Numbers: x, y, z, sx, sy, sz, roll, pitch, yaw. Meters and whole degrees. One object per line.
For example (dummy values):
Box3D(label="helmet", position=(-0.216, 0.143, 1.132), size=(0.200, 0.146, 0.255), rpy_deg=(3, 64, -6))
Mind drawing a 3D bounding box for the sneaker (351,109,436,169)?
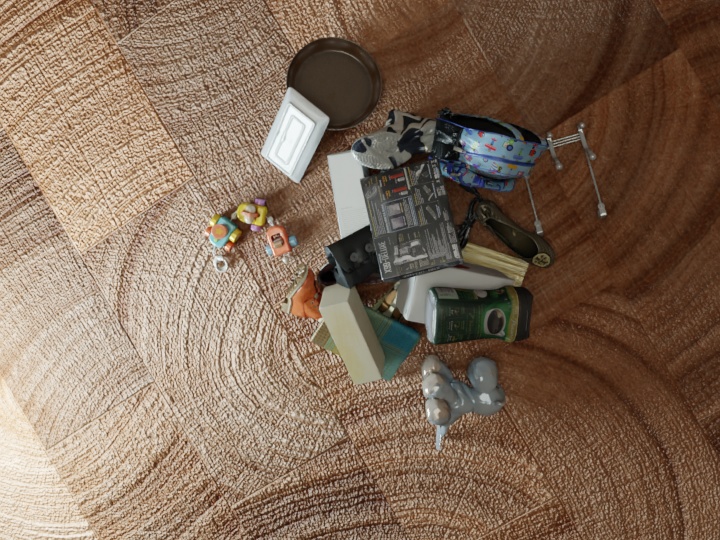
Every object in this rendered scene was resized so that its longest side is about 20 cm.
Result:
Box3D(label="sneaker", position=(0.060, -0.269, 1.543), size=(0.197, 0.130, 0.080), rpy_deg=(-23, 118, -12))

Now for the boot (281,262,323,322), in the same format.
Box3D(label="boot", position=(-0.101, 0.051, 1.585), size=(0.106, 0.200, 0.076), rpy_deg=(24, 68, 0))

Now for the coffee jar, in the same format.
Box3D(label="coffee jar", position=(0.224, 0.082, 1.434), size=(0.197, 0.085, 0.106), rpy_deg=(0, 109, -8))

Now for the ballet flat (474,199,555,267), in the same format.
Box3D(label="ballet flat", position=(0.312, -0.068, 1.549), size=(0.199, 0.047, 0.067), rpy_deg=(40, 127, -7))

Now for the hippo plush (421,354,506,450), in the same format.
Box3D(label="hippo plush", position=(0.217, 0.262, 1.565), size=(0.158, 0.159, 0.203), rpy_deg=(-10, 94, 10))

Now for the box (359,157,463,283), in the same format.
Box3D(label="box", position=(0.096, -0.093, 1.433), size=(0.155, 0.050, 0.203), rpy_deg=(-15, 81, 8))

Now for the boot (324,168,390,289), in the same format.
Box3D(label="boot", position=(0.012, -0.083, 1.503), size=(0.199, 0.066, 0.166), rpy_deg=(-31, 100, -14))

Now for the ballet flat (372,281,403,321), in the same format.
Box3D(label="ballet flat", position=(0.067, 0.079, 1.615), size=(0.070, 0.071, 0.201), rpy_deg=(35, 100, 3))

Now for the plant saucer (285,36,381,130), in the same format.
Box3D(label="plant saucer", position=(-0.055, -0.381, 1.574), size=(0.197, 0.032, 0.204), rpy_deg=(1, 79, -6))

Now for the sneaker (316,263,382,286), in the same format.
Box3D(label="sneaker", position=(0.000, 0.000, 1.589), size=(0.197, 0.115, 0.077), rpy_deg=(-18, 90, 10))

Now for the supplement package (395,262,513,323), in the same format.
Box3D(label="supplement package", position=(0.185, 0.046, 1.528), size=(0.197, 0.121, 0.122), rpy_deg=(11, 100, -11))

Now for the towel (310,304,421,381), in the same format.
Box3D(label="towel", position=(0.011, 0.140, 1.605), size=(0.198, 0.022, 0.147), rpy_deg=(27, 121, -10))

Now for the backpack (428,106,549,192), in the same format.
Box3D(label="backpack", position=(0.252, -0.224, 1.467), size=(0.199, 0.181, 0.137), rpy_deg=(27, 109, 49))

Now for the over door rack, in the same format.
Box3D(label="over door rack", position=(0.404, -0.182, 1.537), size=(0.146, 0.067, 0.203), rpy_deg=(-15, 94, 11))

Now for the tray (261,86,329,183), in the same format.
Box3D(label="tray", position=(-0.141, -0.271, 1.572), size=(0.107, 0.022, 0.201), rpy_deg=(39, 137, 4))

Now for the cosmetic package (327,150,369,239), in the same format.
Box3D(label="cosmetic package", position=(-0.011, -0.145, 1.585), size=(0.070, 0.101, 0.203), rpy_deg=(-9, 95, 9))

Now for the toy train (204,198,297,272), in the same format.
Box3D(label="toy train", position=(-0.245, -0.071, 1.651), size=(0.197, 0.056, 0.152), rpy_deg=(-16, 93, 9))

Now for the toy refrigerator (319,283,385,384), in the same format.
Box3D(label="toy refrigerator", position=(-0.017, 0.128, 1.543), size=(0.069, 0.076, 0.202), rpy_deg=(-14, 120, 16))

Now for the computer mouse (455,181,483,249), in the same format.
Box3D(label="computer mouse", position=(0.158, -0.143, 1.584), size=(0.199, 0.046, 0.142), rpy_deg=(32, 94, 7))

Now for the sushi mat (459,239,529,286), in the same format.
Box3D(label="sushi mat", position=(0.246, -0.004, 1.606), size=(0.197, 0.012, 0.097), rpy_deg=(18, 99, 6))
